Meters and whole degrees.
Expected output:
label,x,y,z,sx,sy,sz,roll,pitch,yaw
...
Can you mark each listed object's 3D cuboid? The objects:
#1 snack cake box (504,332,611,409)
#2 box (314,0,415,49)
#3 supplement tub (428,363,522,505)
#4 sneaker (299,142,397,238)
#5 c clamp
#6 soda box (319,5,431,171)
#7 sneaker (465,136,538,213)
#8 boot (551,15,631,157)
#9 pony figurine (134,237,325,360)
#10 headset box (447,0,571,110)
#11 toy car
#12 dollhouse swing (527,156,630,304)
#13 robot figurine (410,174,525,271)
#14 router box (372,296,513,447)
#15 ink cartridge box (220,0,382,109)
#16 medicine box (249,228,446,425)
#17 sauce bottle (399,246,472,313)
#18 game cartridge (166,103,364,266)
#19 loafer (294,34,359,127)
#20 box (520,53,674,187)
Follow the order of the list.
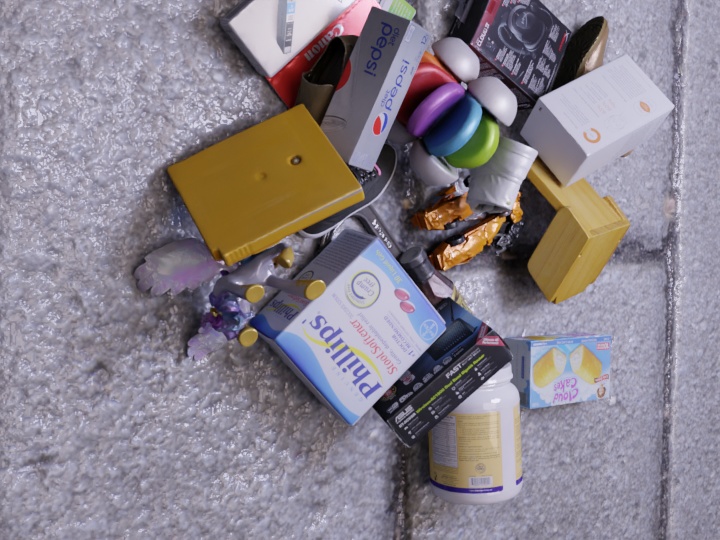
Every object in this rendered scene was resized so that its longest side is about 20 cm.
label,x,y,z,sx,sy,sz,roll,pitch,yaw
snack cake box,0.340,0.169,1.573,0.200,0.067,0.115,-1,92,-35
box,-0.024,-0.372,1.312,0.200,0.036,0.144,33,74,-30
supplement tub,0.175,0.245,1.411,0.145,0.145,0.200,-6,95,-35
sneaker,-0.006,-0.127,1.287,0.071,0.099,0.200,47,64,2
c clamp,0.000,0.000,1.348,0.171,0.027,0.200,-42,114,-27
soda box,0.014,-0.237,1.203,0.063,0.068,0.200,6,111,-60
sneaker,0.174,-0.149,1.378,0.074,0.200,0.116,18,97,-29
boot,0.439,-0.325,1.627,0.200,0.066,0.175,30,87,-32
pony figurine,-0.161,0.022,1.159,0.193,0.200,0.167,-36,119,-12
headset box,0.230,-0.373,1.466,0.200,0.077,0.149,30,75,-31
toy car,0.107,-0.230,1.288,0.175,0.200,0.150,-44,161,17
dollhouse swing,0.328,-0.075,1.540,0.200,0.176,0.182,-17,139,-54
robot figurine,0.178,-0.086,1.453,0.200,0.058,0.145,-29,108,-30
router box,0.100,0.141,1.314,0.200,0.150,0.062,-40,115,-6
ink cartridge box,-0.060,-0.332,1.241,0.200,0.045,0.176,-44,120,-6
medicine box,-0.016,0.077,1.276,0.200,0.103,0.182,-45,116,-13
sauce bottle,0.126,0.050,1.413,0.066,0.066,0.200,-48,121,-24
game cartridge,-0.121,-0.109,1.148,0.200,0.176,0.032,-27,146,-8
loafer,-0.056,-0.236,1.243,0.067,0.076,0.200,19,100,-53
box,0.383,-0.245,1.485,0.200,0.098,0.124,-28,72,-22
